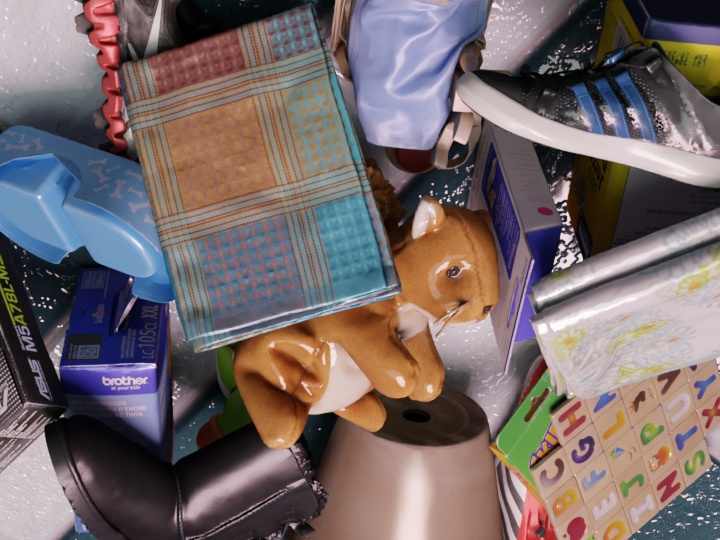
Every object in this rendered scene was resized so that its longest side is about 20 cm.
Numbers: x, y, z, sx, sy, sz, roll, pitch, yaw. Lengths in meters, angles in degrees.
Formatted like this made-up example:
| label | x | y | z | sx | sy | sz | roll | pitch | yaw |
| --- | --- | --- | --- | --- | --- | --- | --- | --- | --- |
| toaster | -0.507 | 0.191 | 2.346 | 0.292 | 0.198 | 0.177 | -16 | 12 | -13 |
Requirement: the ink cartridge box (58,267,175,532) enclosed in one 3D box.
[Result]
| label | x | y | z | sx | sy | sz | roll | pitch | yaw |
| --- | --- | --- | --- | --- | --- | --- | --- | --- | --- |
| ink cartridge box | -0.188 | 0.088 | 1.021 | 0.076 | 0.137 | 0.200 | -1 | 123 | -4 |

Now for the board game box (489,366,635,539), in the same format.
| label | x | y | z | sx | sy | sz | roll | pitch | yaw |
| --- | --- | --- | --- | --- | --- | --- | --- | --- | --- |
| board game box | 0.179 | 0.155 | 1.074 | 0.096 | 0.030 | 0.200 | -51 | 129 | -14 |

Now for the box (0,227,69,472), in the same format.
| label | x | y | z | sx | sy | sz | roll | pitch | yaw |
| --- | --- | --- | --- | --- | --- | --- | --- | --- | --- |
| box | -0.324 | 0.081 | 0.988 | 0.200 | 0.193 | 0.047 | -41 | 148 | 23 |

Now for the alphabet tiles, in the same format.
| label | x | y | z | sx | sy | sz | roll | pitch | yaw |
| --- | --- | --- | --- | --- | --- | --- | --- | --- | --- |
| alphabet tiles | 0.228 | 0.142 | 1.078 | 0.200 | 0.006 | 0.167 | -35 | 123 | -19 |

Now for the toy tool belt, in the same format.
| label | x | y | z | sx | sy | sz | roll | pitch | yaw |
| --- | --- | --- | --- | --- | --- | --- | --- | --- | --- |
| toy tool belt | 0.039 | -0.136 | 0.887 | 0.125 | 0.123 | 0.200 | 4 | 123 | 2 |

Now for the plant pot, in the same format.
| label | x | y | z | sx | sy | sz | roll | pitch | yaw |
| --- | --- | --- | --- | --- | --- | --- | --- | --- | --- |
| plant pot | 0.036 | 0.192 | 1.069 | 0.200 | 0.200 | 0.174 | 5 | 113 | -4 |

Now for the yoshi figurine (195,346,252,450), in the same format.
| label | x | y | z | sx | sy | sz | roll | pitch | yaw |
| --- | --- | --- | --- | --- | --- | --- | --- | --- | --- |
| yoshi figurine | -0.043 | 0.085 | 1.049 | 0.112 | 0.112 | 0.200 | 16 | 120 | -30 |

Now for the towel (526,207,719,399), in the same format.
| label | x | y | z | sx | sy | sz | roll | pitch | yaw |
| --- | --- | --- | --- | --- | --- | --- | --- | --- | --- |
| towel | 0.212 | 0.022 | 0.862 | 0.200 | 0.048 | 0.171 | -22 | 155 | 7 |

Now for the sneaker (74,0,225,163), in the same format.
| label | x | y | z | sx | sy | sz | roll | pitch | yaw |
| --- | --- | --- | --- | --- | --- | --- | --- | --- | --- |
| sneaker | -0.139 | -0.131 | 0.919 | 0.098 | 0.071 | 0.201 | -2 | 122 | 3 |

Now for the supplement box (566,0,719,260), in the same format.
| label | x | y | z | sx | sy | sz | roll | pitch | yaw |
| --- | --- | --- | --- | --- | --- | --- | --- | --- | --- |
| supplement box | 0.223 | -0.102 | 0.924 | 0.109 | 0.110 | 0.200 | 5 | 122 | -4 |

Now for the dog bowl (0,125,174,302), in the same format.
| label | x | y | z | sx | sy | sz | roll | pitch | yaw |
| --- | --- | --- | --- | --- | --- | --- | --- | --- | --- |
| dog bowl | -0.197 | -0.044 | 0.931 | 0.200 | 0.050 | 0.112 | 20 | 151 | 28 |

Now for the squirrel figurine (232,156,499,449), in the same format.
| label | x | y | z | sx | sy | sz | roll | pitch | yaw |
| --- | --- | --- | --- | --- | --- | --- | --- | --- | --- |
| squirrel figurine | 0.000 | 0.000 | 0.912 | 0.187 | 0.200 | 0.141 | -42 | 152 | 25 |

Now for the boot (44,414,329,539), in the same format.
| label | x | y | z | sx | sy | sz | roll | pitch | yaw |
| --- | --- | --- | --- | --- | --- | --- | --- | --- | --- |
| boot | -0.120 | 0.147 | 0.950 | 0.162 | 0.073 | 0.198 | -23 | 134 | -1 |

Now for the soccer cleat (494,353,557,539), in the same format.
| label | x | y | z | sx | sy | sz | roll | pitch | yaw |
| --- | --- | --- | --- | --- | --- | --- | --- | --- | --- |
| soccer cleat | 0.142 | 0.161 | 1.120 | 0.069 | 0.085 | 0.200 | -9 | 109 | -34 |

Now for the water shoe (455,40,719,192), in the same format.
| label | x | y | z | sx | sy | sz | roll | pitch | yaw |
| --- | --- | --- | --- | --- | --- | --- | --- | --- | --- |
| water shoe | 0.160 | -0.111 | 0.825 | 0.200 | 0.072 | 0.079 | 14 | 105 | -10 |

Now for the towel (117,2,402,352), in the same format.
| label | x | y | z | sx | sy | sz | roll | pitch | yaw |
| --- | --- | --- | --- | --- | --- | --- | --- | --- | --- |
| towel | -0.069 | -0.060 | 0.848 | 0.146 | 0.022 | 0.200 | -17 | 85 | 7 |

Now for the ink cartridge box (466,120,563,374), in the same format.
| label | x | y | z | sx | sy | sz | roll | pitch | yaw |
| --- | --- | --- | --- | --- | --- | --- | --- | --- | --- |
| ink cartridge box | 0.108 | -0.023 | 0.918 | 0.037 | 0.200 | 0.095 | 5 | 124 | -5 |
